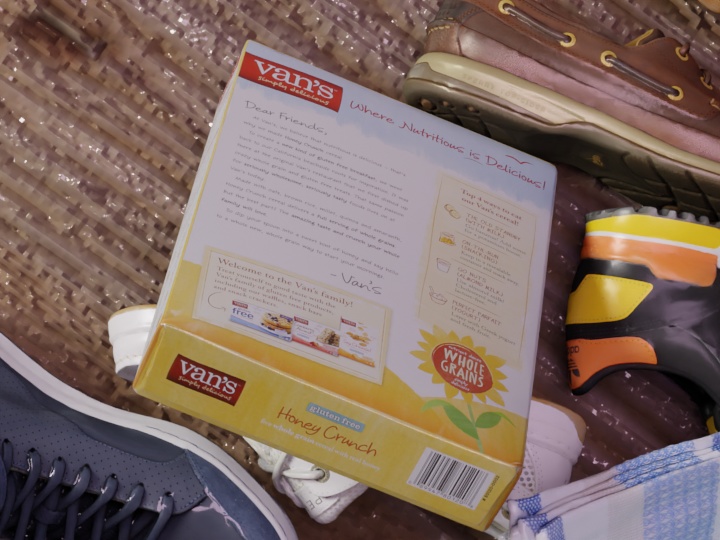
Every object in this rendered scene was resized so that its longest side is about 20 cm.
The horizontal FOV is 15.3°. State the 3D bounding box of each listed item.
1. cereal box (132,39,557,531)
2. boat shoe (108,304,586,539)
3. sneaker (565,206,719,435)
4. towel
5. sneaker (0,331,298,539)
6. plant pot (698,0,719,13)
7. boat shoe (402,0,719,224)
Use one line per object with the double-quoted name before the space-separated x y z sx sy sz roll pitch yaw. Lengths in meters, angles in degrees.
"cereal box" 0.000 0.000 1.036 0.143 0.040 0.200 22 35 -7
"boat shoe" -0.009 0.066 1.064 0.199 0.071 0.070 16 76 -10
"sneaker" 0.180 0.038 1.113 0.199 0.070 0.091 15 84 -4
"towel" 0.144 0.131 1.057 0.199 0.024 0.148 -16 113 -27
"sneaker" -0.126 0.095 0.993 0.202 0.146 0.077 29 113 1
"plant pot" 0.170 -0.199 1.099 0.140 0.200 0.201 -33 87 1
"boat shoe" 0.120 -0.068 1.115 0.199 0.072 0.068 20 78 -4
